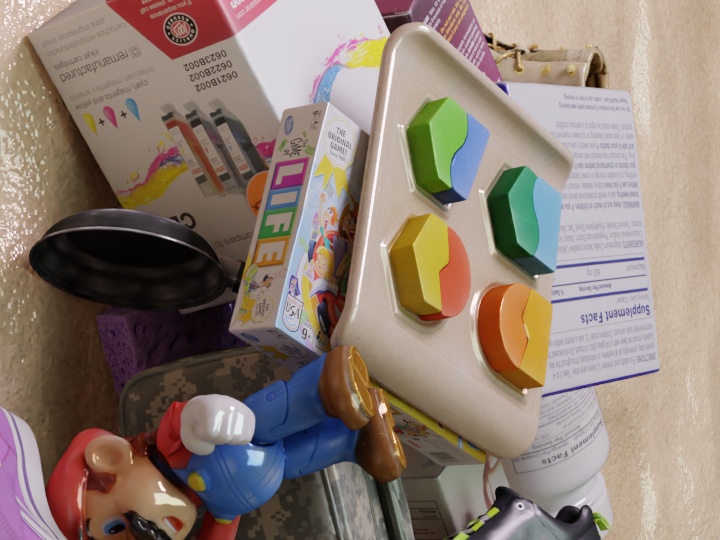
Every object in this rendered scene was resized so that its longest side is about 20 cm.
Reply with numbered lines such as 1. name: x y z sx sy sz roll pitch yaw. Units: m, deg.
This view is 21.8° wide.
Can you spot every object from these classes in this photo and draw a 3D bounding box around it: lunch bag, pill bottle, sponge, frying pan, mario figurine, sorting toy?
1. lunch bag: -0.042 0.133 1.120 0.168 0.139 0.201 -1 77 -70
2. pill bottle: 0.135 0.122 1.486 0.114 0.114 0.201 -45 124 -50
3. sponge: -0.101 0.105 1.190 0.111 0.030 0.201 -32 114 -55
4. frying pan: -0.095 -0.005 1.067 0.115 0.189 0.031 71 22 -65
5. mario figurine: -0.076 0.121 0.982 0.106 0.199 0.124 -69 135 -75
6. sorting toy: 0.064 -0.015 1.069 0.185 0.036 0.201 35 59 -44

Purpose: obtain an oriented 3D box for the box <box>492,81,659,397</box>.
1. box: 0.109 -0.018 1.252 0.184 0.104 0.201 -4 88 -56

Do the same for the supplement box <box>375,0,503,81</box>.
1. supplement box: 0.039 -0.122 1.364 0.201 0.110 0.086 63 38 -32

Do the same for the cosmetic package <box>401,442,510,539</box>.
1. cosmetic package: 0.061 0.206 1.370 0.087 0.103 0.201 -51 130 -47

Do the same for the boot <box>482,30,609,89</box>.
1. boot: 0.107 -0.168 1.435 0.073 0.155 0.201 -42 121 -51

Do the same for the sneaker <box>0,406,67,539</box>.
1. sneaker: -0.203 0.128 0.924 0.114 0.073 0.201 39 11 -44

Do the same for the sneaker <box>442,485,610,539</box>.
1. sneaker: 0.084 0.190 1.279 0.199 0.072 0.083 4 77 -31

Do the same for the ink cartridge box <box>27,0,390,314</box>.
1. ink cartridge box: -0.068 -0.101 1.132 0.201 0.145 0.145 62 38 -18

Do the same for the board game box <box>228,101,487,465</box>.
1. board game box: 0.015 0.012 1.061 0.200 0.034 0.135 35 58 -44
